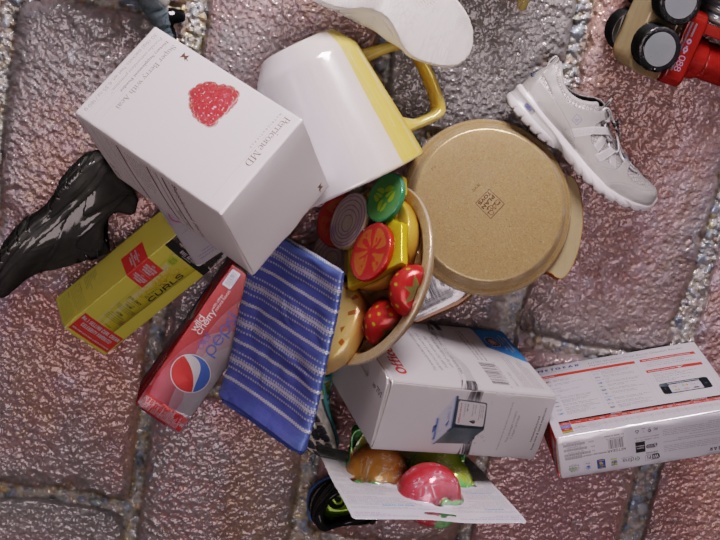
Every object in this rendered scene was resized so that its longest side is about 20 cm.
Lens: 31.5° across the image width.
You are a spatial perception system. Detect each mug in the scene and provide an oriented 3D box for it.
[{"bbox_3d":[-0.023,-0.164,1.320,0.148,0.186,0.155,-21,96,39],"label":"mug"}]

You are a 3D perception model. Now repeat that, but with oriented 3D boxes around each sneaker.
[{"bbox_3d":[0.032,0.254,1.472,0.197,0.083,0.072,-21,108,3],"label":"sneaker"},{"bbox_3d":[0.249,-0.141,1.351,0.199,0.075,0.082,40,104,-13],"label":"sneaker"},{"bbox_3d":[-0.321,-0.033,1.374,0.200,0.076,0.091,-42,112,14],"label":"sneaker"},{"bbox_3d":[-0.051,0.128,1.430,0.077,0.080,0.202,16,132,34],"label":"sneaker"},{"bbox_3d":[0.023,-0.272,1.298,0.198,0.088,0.076,24,94,-20],"label":"sneaker"}]

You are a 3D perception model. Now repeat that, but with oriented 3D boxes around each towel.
[{"bbox_3d":[-0.084,0.071,1.315,0.024,0.144,0.203,-4,113,-43],"label":"towel"}]

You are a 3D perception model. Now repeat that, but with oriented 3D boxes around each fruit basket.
[{"bbox_3d":[0.056,0.229,1.338,0.182,0.200,0.095,4,107,-15],"label":"fruit basket"}]

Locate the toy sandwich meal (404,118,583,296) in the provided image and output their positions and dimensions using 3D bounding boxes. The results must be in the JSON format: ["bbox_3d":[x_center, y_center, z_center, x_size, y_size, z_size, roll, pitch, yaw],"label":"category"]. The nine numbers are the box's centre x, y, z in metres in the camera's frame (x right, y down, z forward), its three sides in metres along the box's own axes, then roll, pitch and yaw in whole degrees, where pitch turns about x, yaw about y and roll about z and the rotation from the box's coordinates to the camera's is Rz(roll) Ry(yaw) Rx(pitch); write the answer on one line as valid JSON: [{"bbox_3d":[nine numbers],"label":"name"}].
[{"bbox_3d":[0.138,-0.065,1.362,0.201,0.070,0.209,0,83,-4],"label":"toy sandwich meal"}]

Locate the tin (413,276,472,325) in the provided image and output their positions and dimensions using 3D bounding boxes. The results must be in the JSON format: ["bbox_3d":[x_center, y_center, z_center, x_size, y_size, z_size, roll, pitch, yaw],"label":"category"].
[{"bbox_3d":[0.043,0.008,1.416,0.198,0.042,0.113,-25,103,7],"label":"tin"}]

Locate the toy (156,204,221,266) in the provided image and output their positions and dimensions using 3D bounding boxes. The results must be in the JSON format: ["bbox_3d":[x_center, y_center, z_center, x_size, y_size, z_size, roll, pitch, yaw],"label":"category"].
[{"bbox_3d":[-0.173,-0.110,1.329,0.114,0.047,0.201,-33,78,-9],"label":"toy"}]

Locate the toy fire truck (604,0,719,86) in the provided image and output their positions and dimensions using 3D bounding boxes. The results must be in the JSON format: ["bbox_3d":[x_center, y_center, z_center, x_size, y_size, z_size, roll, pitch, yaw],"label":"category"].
[{"bbox_3d":[0.380,-0.261,1.301,0.197,0.129,0.178,16,107,-19],"label":"toy fire truck"}]

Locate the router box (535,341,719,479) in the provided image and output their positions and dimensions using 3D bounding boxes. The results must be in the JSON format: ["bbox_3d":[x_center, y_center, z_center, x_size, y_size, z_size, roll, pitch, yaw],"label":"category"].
[{"bbox_3d":[0.296,0.149,1.395,0.196,0.180,0.050,-10,109,2],"label":"router box"}]

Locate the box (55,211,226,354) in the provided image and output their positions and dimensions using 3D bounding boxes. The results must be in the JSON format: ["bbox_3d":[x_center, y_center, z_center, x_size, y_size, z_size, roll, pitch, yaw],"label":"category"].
[{"bbox_3d":[-0.232,0.002,1.384,0.199,0.050,0.075,-37,137,10],"label":"box"}]

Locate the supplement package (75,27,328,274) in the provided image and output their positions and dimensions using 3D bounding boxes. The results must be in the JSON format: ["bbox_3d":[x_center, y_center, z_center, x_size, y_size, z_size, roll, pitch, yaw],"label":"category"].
[{"bbox_3d":[-0.148,-0.115,1.217,0.199,0.120,0.122,33,74,25],"label":"supplement package"}]

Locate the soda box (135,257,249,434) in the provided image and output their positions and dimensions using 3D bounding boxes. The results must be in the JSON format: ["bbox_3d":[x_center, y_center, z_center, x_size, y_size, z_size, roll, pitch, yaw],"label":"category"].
[{"bbox_3d":[-0.170,0.077,1.413,0.063,0.070,0.201,34,103,-13],"label":"soda box"}]

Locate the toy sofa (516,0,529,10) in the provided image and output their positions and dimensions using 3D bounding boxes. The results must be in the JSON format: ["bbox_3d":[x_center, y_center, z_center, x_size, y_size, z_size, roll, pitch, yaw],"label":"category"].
[{"bbox_3d":[0.093,-0.346,1.285,0.197,0.098,0.083,15,132,-7],"label":"toy sofa"}]

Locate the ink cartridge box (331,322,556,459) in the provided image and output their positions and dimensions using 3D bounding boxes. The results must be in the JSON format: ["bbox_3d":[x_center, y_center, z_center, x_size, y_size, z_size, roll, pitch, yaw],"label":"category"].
[{"bbox_3d":[0.086,0.124,1.369,0.197,0.147,0.087,6,113,-22],"label":"ink cartridge box"}]

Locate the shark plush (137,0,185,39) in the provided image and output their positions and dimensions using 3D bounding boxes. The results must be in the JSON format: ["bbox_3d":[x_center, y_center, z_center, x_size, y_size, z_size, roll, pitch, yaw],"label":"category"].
[{"bbox_3d":[-0.232,-0.311,1.307,0.082,0.092,0.201,-13,131,23],"label":"shark plush"}]

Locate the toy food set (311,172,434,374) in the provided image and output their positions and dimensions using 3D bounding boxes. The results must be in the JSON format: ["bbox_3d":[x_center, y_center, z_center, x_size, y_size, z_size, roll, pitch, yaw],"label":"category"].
[{"bbox_3d":[0.000,0.000,1.315,0.048,0.201,0.199,21,147,-36],"label":"toy food set"}]
